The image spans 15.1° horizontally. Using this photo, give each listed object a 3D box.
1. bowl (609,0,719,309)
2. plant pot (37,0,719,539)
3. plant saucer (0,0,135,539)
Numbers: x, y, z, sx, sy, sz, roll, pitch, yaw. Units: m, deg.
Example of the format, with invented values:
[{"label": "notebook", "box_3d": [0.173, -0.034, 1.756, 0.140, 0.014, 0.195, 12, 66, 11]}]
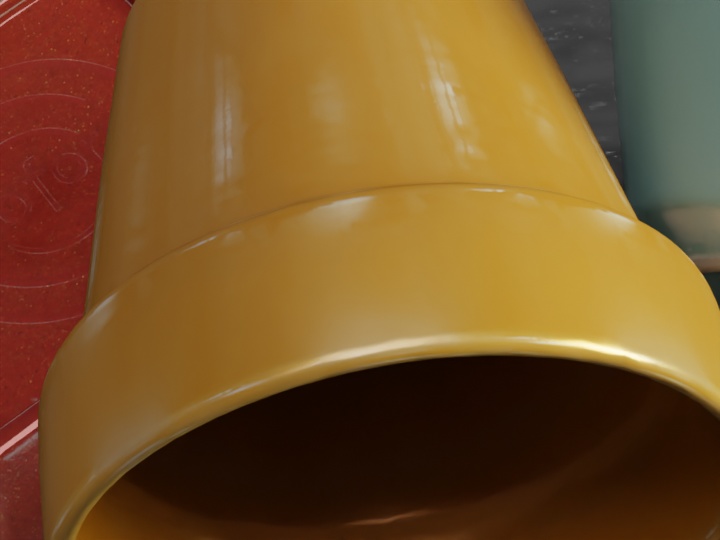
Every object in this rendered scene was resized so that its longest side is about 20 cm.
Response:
[{"label": "bowl", "box_3d": [0.160, -0.032, 0.829, 0.200, 0.201, 0.105, 13, 80, 14]}, {"label": "plant pot", "box_3d": [0.000, 0.000, 0.801, 0.200, 0.200, 0.183, -10, 57, 0]}, {"label": "plant saucer", "box_3d": [-0.106, -0.022, 0.927, 0.200, 0.037, 0.200, -37, 60, -17]}]
